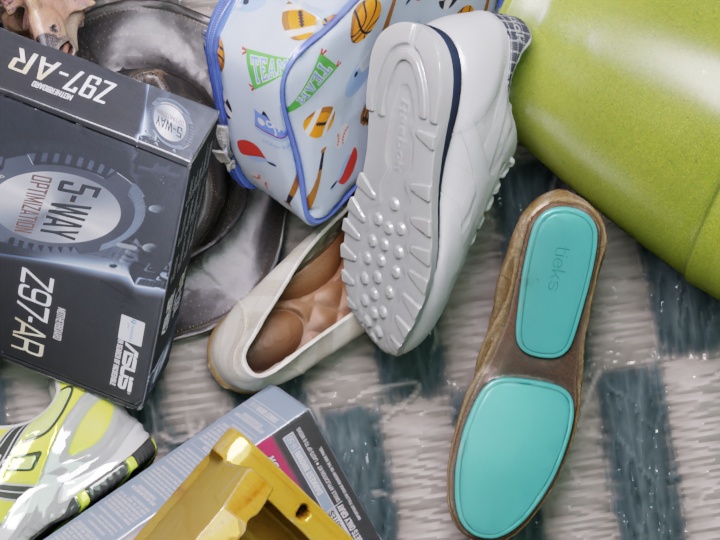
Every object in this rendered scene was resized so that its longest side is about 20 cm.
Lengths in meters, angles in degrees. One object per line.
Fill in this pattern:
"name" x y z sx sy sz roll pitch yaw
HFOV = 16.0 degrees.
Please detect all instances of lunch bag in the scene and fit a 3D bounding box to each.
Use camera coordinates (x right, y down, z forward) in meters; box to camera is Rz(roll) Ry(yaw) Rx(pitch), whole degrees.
"lunch bag" -0.004 -0.126 1.401 0.075 0.161 0.200 30 62 26

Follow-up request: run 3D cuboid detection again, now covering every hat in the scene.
"hat" -0.125 -0.059 1.431 0.200 0.081 0.202 1 83 -4

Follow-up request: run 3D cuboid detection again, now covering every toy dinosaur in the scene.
"toy dinosaur" -0.190 -0.179 1.397 0.200 0.136 0.086 35 87 29

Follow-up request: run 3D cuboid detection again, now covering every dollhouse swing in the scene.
"dollhouse swing" -0.072 0.202 1.280 0.182 0.176 0.200 45 80 -21

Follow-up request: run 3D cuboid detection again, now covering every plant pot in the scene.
"plant pot" 0.172 -0.105 1.421 0.192 0.200 0.201 27 82 10

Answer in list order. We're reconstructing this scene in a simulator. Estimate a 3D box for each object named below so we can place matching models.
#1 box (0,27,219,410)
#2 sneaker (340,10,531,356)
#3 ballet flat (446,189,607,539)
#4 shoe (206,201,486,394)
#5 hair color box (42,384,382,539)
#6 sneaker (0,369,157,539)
"box" -0.168 -0.029 1.357 0.160 0.200 0.044 21 46 4
"sneaker" 0.045 -0.044 1.379 0.080 0.201 0.076 -16 40 -39
"ballet flat" 0.091 0.051 1.438 0.067 0.072 0.201 10 98 -6
"shoe" 0.000 0.000 1.446 0.200 0.053 0.070 -41 91 -13
"hair color box" -0.097 0.161 1.394 0.200 0.061 0.099 -34 113 -13
"sneaker" -0.211 0.132 1.413 0.200 0.075 0.077 -34 80 -18
